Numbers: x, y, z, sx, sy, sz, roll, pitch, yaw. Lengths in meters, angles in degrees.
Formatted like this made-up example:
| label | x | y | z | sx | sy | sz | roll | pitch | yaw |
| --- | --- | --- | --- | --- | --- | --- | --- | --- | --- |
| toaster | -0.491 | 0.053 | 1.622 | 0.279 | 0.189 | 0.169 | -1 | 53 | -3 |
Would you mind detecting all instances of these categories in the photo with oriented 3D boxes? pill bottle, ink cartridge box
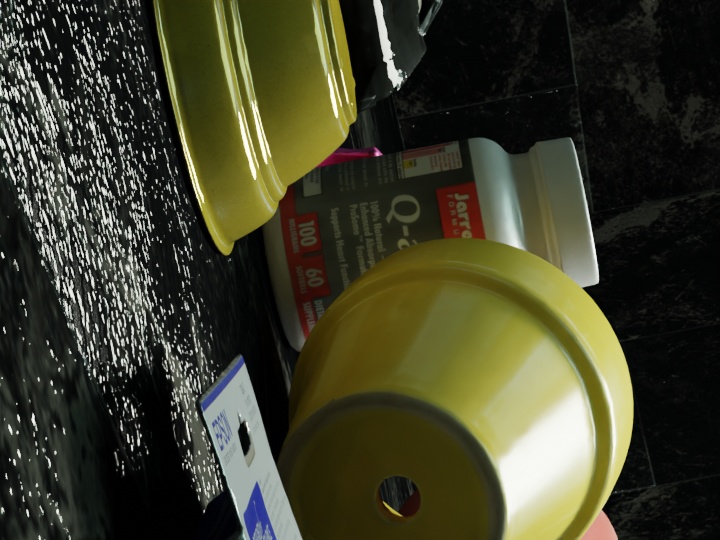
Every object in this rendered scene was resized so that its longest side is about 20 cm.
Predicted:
| label | x | y | z | sx | sy | sz | roll | pitch | yaw |
| --- | --- | --- | --- | --- | --- | --- | --- | --- | --- |
| pill bottle | 0.044 | -0.020 | 1.303 | 0.116 | 0.199 | 0.117 | -11 | 90 | -86 |
| ink cartridge box | -0.035 | 0.139 | 0.778 | 0.198 | 0.047 | 0.201 | -68 | 136 | -88 |

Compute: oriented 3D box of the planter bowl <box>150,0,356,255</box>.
| label | x | y | z | sx | sy | sz | roll | pitch | yaw |
| --- | --- | --- | --- | --- | --- | --- | --- | --- | --- |
| planter bowl | -0.049 | -0.114 | 1.068 | 0.200 | 0.083 | 0.202 | -10 | 90 | -87 |

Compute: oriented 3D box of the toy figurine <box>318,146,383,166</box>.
| label | x | y | z | sx | sy | sz | roll | pitch | yaw |
| --- | --- | --- | --- | --- | --- | --- | --- | --- | --- |
| toy figurine | 0.000 | 0.000 | 1.447 | 0.200 | 0.150 | 0.185 | 2 | 62 | -61 |

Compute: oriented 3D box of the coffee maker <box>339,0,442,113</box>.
| label | x | y | z | sx | sy | sz | roll | pitch | yaw |
| --- | --- | --- | --- | --- | --- | --- | --- | --- | --- |
| coffee maker | -0.028 | -0.206 | 1.255 | 0.193 | 0.134 | 0.201 | -94 | 172 | -51 |

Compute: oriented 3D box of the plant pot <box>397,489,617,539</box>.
| label | x | y | z | sx | sy | sz | roll | pitch | yaw |
| --- | --- | --- | --- | --- | --- | --- | --- | --- | --- |
| plant pot | 0.102 | 0.278 | 1.588 | 0.178 | 0.199 | 0.201 | -73 | 154 | -62 |

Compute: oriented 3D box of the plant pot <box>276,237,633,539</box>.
| label | x | y | z | sx | sy | sz | roll | pitch | yaw |
| --- | --- | --- | --- | --- | --- | --- | --- | --- | --- |
| plant pot | 0.042 | 0.100 | 1.155 | 0.189 | 0.200 | 0.202 | -42 | 123 | -68 |
